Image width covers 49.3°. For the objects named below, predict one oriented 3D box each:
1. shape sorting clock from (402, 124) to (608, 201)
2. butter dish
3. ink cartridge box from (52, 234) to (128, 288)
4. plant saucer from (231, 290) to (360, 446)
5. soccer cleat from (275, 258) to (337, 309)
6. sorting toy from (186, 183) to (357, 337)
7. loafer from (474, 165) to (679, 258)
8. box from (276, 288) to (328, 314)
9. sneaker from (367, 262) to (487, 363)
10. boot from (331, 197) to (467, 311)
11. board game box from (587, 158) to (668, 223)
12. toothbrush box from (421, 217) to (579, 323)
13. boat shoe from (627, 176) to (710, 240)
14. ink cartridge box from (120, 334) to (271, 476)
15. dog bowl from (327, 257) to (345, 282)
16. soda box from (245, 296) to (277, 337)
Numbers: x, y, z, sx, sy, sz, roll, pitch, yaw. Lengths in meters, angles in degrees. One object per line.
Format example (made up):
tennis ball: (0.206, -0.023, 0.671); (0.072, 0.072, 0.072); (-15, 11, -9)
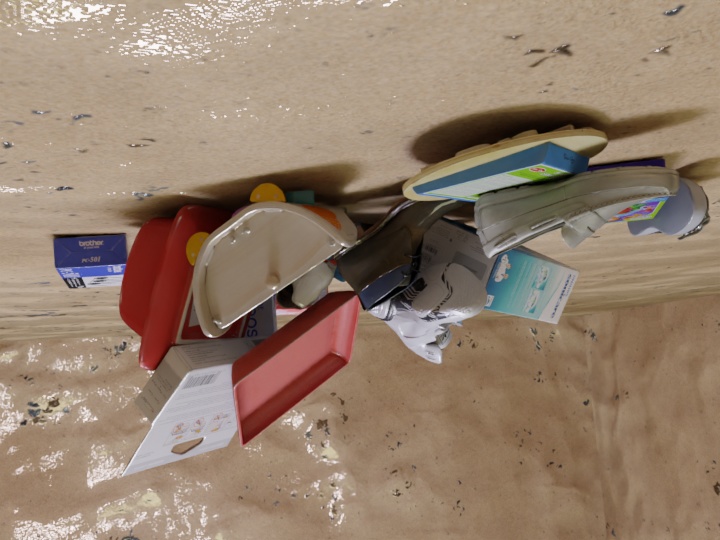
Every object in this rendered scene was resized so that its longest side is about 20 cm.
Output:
shape sorting clock: (0.138, -0.102, 0.762); (0.199, 0.039, 0.200); (-9, 176, -1)
butter dish: (-0.228, 0.009, 0.982); (0.148, 0.201, 0.199); (19, -175, 26)
ink cartridge box: (-0.382, -0.010, 1.130); (0.094, 0.044, 0.200); (-4, 172, -16)
plant saucer: (-0.089, 0.120, 1.010); (0.200, 0.037, 0.200); (-35, 157, -24)
soccer cleat: (-0.089, 0.014, 1.021); (0.069, 0.078, 0.200); (36, 167, -13)
sorting toy: (-0.093, -0.033, 0.913); (0.200, 0.107, 0.180); (-33, 180, 20)
loafer: (0.210, -0.057, 0.770); (0.200, 0.070, 0.070); (-11, 176, 30)
box: (-0.159, 0.021, 1.266); (0.200, 0.103, 0.095); (0, 171, -32)
sneaker: (0.097, 0.053, 0.954); (0.115, 0.075, 0.200); (45, 154, -27)
boot: (0.061, -0.030, 0.909); (0.200, 0.097, 0.075); (-27, 171, 27)
board game box: (0.252, -0.084, 0.937); (0.199, 0.045, 0.134); (-6, 172, 13)
toothbrush box: (0.176, -0.003, 1.058); (0.200, 0.086, 0.146); (11, -166, -47)
boat shoe: (0.399, -0.073, 0.981); (0.068, 0.074, 0.199); (-1, 173, 0)
ink cartridge box: (-0.202, 0.165, 0.996); (0.176, 0.045, 0.200); (-54, 156, 18)
dog bowl: (0.000, 0.000, 1.082); (0.200, 0.050, 0.111); (29, 170, -5)
soda box: (-0.157, 0.052, 1.130); (0.068, 0.201, 0.063); (-5, 174, -3)
